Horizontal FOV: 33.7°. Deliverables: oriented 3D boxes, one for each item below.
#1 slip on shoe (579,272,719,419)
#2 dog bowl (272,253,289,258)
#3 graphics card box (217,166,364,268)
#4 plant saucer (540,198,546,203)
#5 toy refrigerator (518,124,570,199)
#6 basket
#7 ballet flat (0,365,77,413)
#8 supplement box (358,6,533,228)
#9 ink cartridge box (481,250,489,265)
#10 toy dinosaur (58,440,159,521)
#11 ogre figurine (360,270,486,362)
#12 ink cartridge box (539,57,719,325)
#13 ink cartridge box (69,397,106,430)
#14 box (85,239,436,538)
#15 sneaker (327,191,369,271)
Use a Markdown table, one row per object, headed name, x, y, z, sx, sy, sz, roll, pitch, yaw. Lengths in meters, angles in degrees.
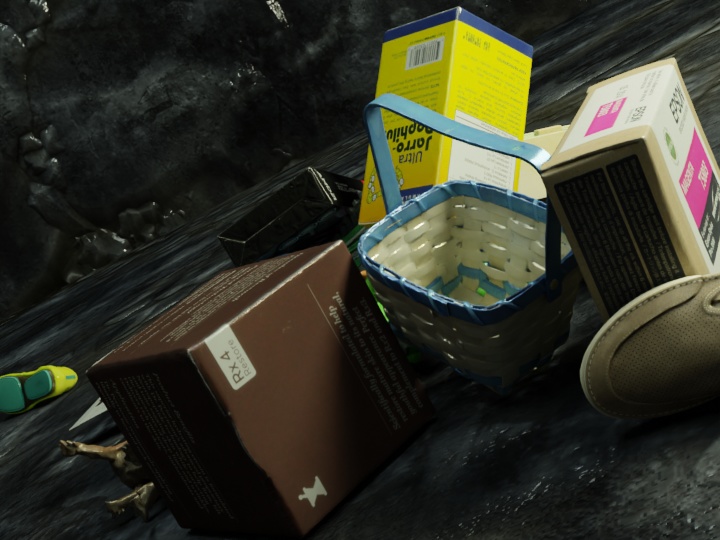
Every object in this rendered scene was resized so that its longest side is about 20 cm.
| name | x | y | z | sx | sy | sz | roll | pitch | yaw |
| --- | --- | --- | --- | --- | --- | --- | --- | --- | --- |
| slip on shoe | 0.223 | 0.038 | 0.699 | 0.198 | 0.077 | 0.061 | -19 | 8 | 14 |
| dog bowl | -0.116 | 0.066 | 1.180 | 0.199 | 0.050 | 0.112 | -32 | 34 | 18 |
| graphics card box | -0.058 | -0.050 | 1.268 | 0.125 | 0.051 | 0.200 | -34 | -10 | 13 |
| plant saucer | 0.136 | -0.067 | 1.325 | 0.198 | 0.030 | 0.200 | -10 | 7 | 1 |
| toy refrigerator | 0.197 | -0.118 | 1.254 | 0.199 | 0.071 | 0.076 | -15 | 9 | -38 |
| basket | 0.079 | -0.025 | 0.891 | 0.139 | 0.201 | 0.176 | -38 | 46 | -26 |
| ballet flat | -0.542 | 0.196 | 1.977 | 0.199 | 0.068 | 0.067 | -17 | -4 | 39 |
| supplement box | 0.083 | -0.131 | 1.146 | 0.108 | 0.202 | 0.109 | 18 | -15 | -38 |
| ink cartridge box | 0.075 | 0.008 | 1.274 | 0.199 | 0.039 | 0.099 | -20 | 14 | 38 |
| toy dinosaur | -0.193 | 0.170 | 1.153 | 0.199 | 0.087 | 0.135 | -11 | 14 | 43 |
| ogre figurine | 0.060 | 0.033 | 1.060 | 0.119 | 0.099 | 0.201 | -14 | 40 | -7 |
| ink cartridge box | 0.205 | -0.039 | 0.824 | 0.074 | 0.166 | 0.200 | -18 | 16 | 27 |
| ink cartridge box | -0.257 | 0.143 | 1.523 | 0.199 | 0.057 | 0.163 | -34 | 9 | 24 |
| box | -0.084 | 0.098 | 0.959 | 0.164 | 0.167 | 0.199 | -37 | 14 | -34 |
| sneaker | 0.000 | 0.000 | 1.232 | 0.201 | 0.085 | 0.078 | -55 | -16 | 20 |
